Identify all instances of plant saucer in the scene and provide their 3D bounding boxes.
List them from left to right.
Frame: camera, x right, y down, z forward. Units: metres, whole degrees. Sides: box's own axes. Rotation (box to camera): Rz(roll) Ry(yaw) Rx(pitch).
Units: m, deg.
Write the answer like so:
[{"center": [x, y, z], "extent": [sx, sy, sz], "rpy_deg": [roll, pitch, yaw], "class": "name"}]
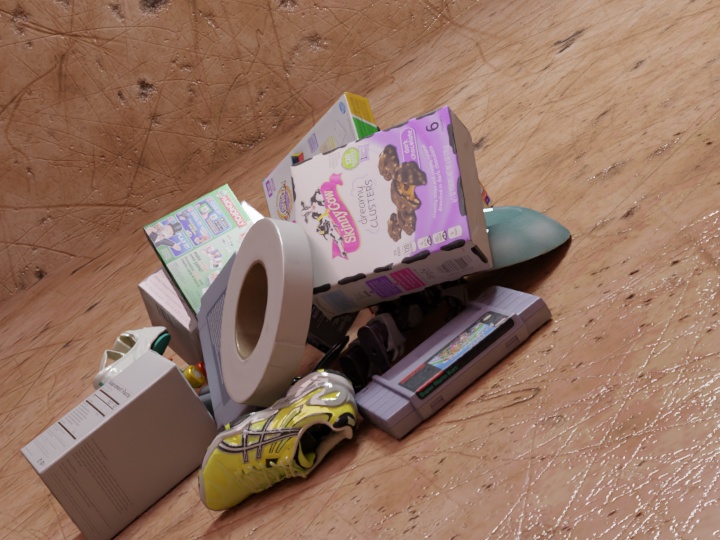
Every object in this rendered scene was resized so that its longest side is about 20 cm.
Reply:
[{"center": [0.134, -0.039, 1.578], "extent": [0.198, 0.039, 0.201], "rpy_deg": [-12, 12, 3], "class": "plant saucer"}]

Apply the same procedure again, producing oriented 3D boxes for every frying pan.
[{"center": [-0.086, 0.152, 1.522], "extent": [0.190, 0.031, 0.115], "rpy_deg": [-47, 15, 29], "class": "frying pan"}]

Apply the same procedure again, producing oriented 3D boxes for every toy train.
[{"center": [-0.283, 0.185, 1.840], "extent": [0.200, 0.056, 0.150], "rpy_deg": [-49, 9, -31], "class": "toy train"}]

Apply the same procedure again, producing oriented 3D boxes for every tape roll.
[{"center": [-0.103, 0.045, 1.519], "extent": [0.202, 0.037, 0.206], "rpy_deg": [-170, 90, -67], "class": "tape roll"}]

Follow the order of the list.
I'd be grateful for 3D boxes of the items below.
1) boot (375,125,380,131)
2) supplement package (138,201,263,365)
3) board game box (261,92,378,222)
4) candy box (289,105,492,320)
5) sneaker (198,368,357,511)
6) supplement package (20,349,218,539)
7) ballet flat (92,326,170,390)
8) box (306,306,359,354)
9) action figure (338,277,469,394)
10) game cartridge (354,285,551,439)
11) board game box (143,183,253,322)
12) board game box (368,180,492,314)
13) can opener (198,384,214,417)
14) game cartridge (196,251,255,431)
[{"center": [0.046, -0.124, 1.814], "extent": [0.070, 0.133, 0.199], "rpy_deg": [-38, 14, -24], "class": "boot"}, {"center": [-0.189, 0.026, 1.967], "extent": [0.200, 0.120, 0.121], "rpy_deg": [-41, 59, -22], "class": "supplement package"}, {"center": [-0.045, -0.107, 1.817], "extent": [0.040, 0.155, 0.200], "rpy_deg": [10, -38, -38], "class": "board game box"}, {"center": [0.030, -0.060, 1.518], "extent": [0.198, 0.071, 0.170], "rpy_deg": [-19, 60, 20], "class": "candy box"}, {"center": [-0.087, 0.182, 1.428], "extent": [0.200, 0.075, 0.077], "rpy_deg": [-41, 34, 13], "class": "sneaker"}, {"center": [-0.280, 0.208, 1.672], "extent": [0.199, 0.122, 0.119], "rpy_deg": [-38, 19, -16], "class": "supplement package"}, {"center": [-0.297, 0.112, 1.821], "extent": [0.069, 0.070, 0.200], "rpy_deg": [-30, 13, 16], "class": "ballet flat"}, {"center": [0.000, 0.000, 1.644], "extent": [0.201, 0.049, 0.158], "rpy_deg": [-59, 0, -8], "class": "box"}, {"center": [0.050, 0.053, 1.557], "extent": [0.130, 0.070, 0.200], "rpy_deg": [-32, 8, 43], "class": "action figure"}, {"center": [0.089, 0.087, 1.415], "extent": [0.199, 0.039, 0.130], "rpy_deg": [-38, 10, -11], "class": "game cartridge"}, {"center": [-0.193, -0.018, 1.894], "extent": [0.133, 0.029, 0.201], "rpy_deg": [-27, 52, -12], "class": "board game box"}, {"center": [0.084, -0.035, 1.807], "extent": [0.150, 0.047, 0.200], "rpy_deg": [-29, 15, 23], "class": "board game box"}, {"center": [-0.149, 0.138, 1.751], "extent": [0.199, 0.067, 0.053], "rpy_deg": [-28, 12, 47], "class": "can opener"}, {"center": [-0.140, 0.084, 1.659], "extent": [0.134, 0.040, 0.202], "rpy_deg": [-53, 40, 39], "class": "game cartridge"}]
